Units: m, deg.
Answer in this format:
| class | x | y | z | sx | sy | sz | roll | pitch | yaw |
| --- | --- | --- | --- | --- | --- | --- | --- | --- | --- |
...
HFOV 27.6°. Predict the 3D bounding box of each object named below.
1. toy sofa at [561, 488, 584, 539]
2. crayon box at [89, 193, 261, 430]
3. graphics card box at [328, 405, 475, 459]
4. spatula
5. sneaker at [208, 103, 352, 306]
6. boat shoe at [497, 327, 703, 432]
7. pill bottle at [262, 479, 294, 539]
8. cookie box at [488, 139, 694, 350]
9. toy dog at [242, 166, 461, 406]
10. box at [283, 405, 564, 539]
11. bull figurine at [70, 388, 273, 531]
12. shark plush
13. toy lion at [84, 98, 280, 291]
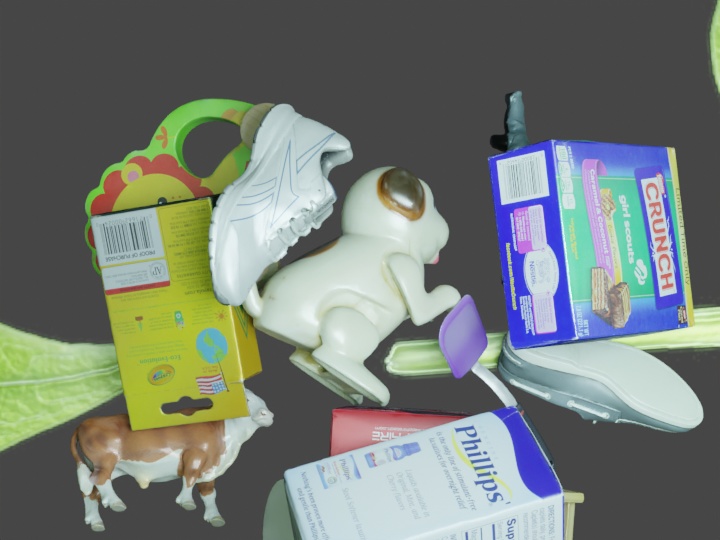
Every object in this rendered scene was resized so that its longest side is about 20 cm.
| class | x | y | z | sx | sy | sz | roll | pitch | yaw |
| --- | --- | --- | --- | --- | --- | --- | --- | --- | --- |
| toy sofa | 0.143 | 0.294 | 1.352 | 0.082 | 0.097 | 0.202 | 5 | 87 | -22 |
| crayon box | -0.166 | 0.038 | 1.337 | 0.126 | 0.051 | 0.202 | -7 | 95 | 19 |
| graphics card box | 0.040 | 0.147 | 1.296 | 0.124 | 0.200 | 0.051 | 2 | 85 | 4 |
| spatula | 0.129 | 0.115 | 1.347 | 0.057 | 0.020 | 0.201 | -45 | 112 | -29 |
| sneaker | -0.072 | -0.056 | 1.274 | 0.086 | 0.075 | 0.201 | 17 | 66 | 14 |
| boat shoe | 0.222 | 0.107 | 1.371 | 0.199 | 0.073 | 0.062 | 22 | 131 | -3 |
| pill bottle | 0.021 | 0.231 | 1.293 | 0.198 | 0.119 | 0.121 | 6 | 87 | -23 |
| cookie box | 0.209 | -0.024 | 1.300 | 0.075 | 0.199 | 0.173 | -10 | 85 | 42 |
| toy dog | 0.000 | 0.000 | 1.345 | 0.193 | 0.140 | 0.201 | 34 | 77 | 0 |
| box | 0.053 | 0.229 | 1.158 | 0.198 | 0.105 | 0.185 | -14 | 129 | -9 |
| bull figurine | -0.175 | 0.173 | 1.364 | 0.198 | 0.065 | 0.122 | -6 | 54 | 10 |
| shark plush | 0.165 | -0.066 | 1.387 | 0.083 | 0.091 | 0.201 | -11 | 69 | -21 |
| toy lion | -0.165 | -0.066 | 1.392 | 0.190 | 0.069 | 0.202 | 10 | 87 | 11 |
